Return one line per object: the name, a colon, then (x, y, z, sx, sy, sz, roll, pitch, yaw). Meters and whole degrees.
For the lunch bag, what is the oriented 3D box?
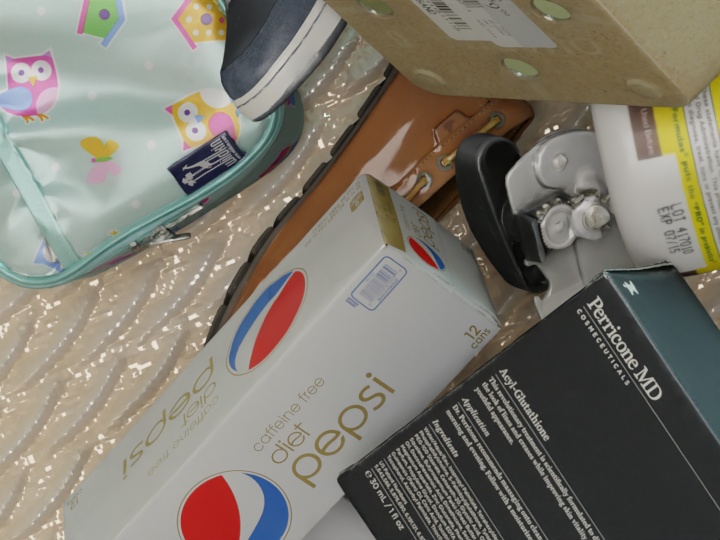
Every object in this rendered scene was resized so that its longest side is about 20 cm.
lunch bag: (-0.129, -0.095, 1.078, 0.160, 0.077, 0.200, -31, 89, 7)

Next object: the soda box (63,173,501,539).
soda box: (-0.035, 0.060, 1.016, 0.064, 0.068, 0.200, 36, 108, -23)

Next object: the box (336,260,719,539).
box: (0.108, 0.118, 0.945, 0.141, 0.079, 0.200, -39, 76, 26)

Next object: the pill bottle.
pill bottle: (0.195, -0.067, 0.983, 0.200, 0.109, 0.109, -12, 91, 12)

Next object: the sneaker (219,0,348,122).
sneaker: (-0.061, -0.165, 1.010, 0.146, 0.077, 0.203, 30, 52, -20)

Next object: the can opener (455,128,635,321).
can opener: (0.095, 0.031, 1.053, 0.053, 0.066, 0.200, -26, 111, -25)

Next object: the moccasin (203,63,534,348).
moccasin: (0.000, 0.000, 1.076, 0.078, 0.074, 0.201, 36, 86, 12)

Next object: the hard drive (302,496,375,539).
hard drive: (0.000, 0.175, 1.048, 0.200, 0.025, 0.132, 27, 79, 28)

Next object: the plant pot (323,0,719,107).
plant pot: (0.067, -0.170, 0.933, 0.200, 0.200, 0.177, 8, 67, 42)
